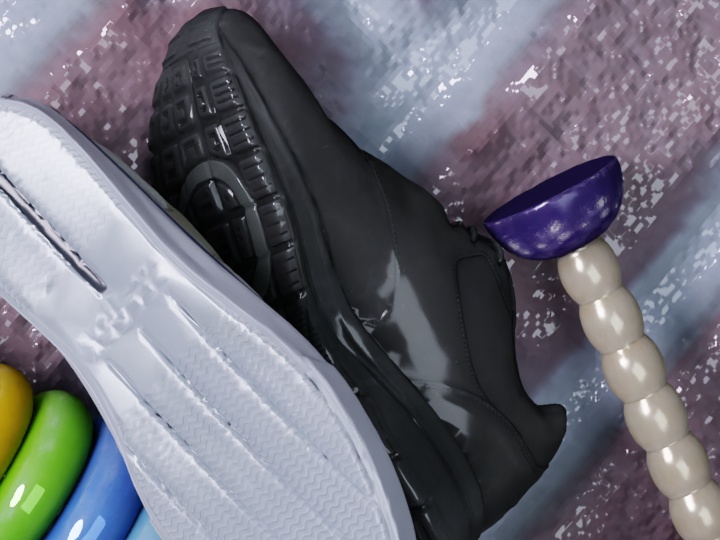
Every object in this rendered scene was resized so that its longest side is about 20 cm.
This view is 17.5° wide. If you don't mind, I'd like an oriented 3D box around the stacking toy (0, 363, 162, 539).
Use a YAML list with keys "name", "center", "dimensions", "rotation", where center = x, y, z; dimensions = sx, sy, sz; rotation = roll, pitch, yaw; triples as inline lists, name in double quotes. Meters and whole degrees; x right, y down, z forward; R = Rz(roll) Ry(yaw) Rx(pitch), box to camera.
- name: "stacking toy"
  center: [-0.110, 0.063, 0.744]
  dimensions: [0.199, 0.085, 0.086]
  rotation: [35, 90, -17]

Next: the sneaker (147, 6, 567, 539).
- name: "sneaker"
  center: [0.000, 0.000, 0.772]
  dimensions: [0.091, 0.076, 0.201]
  rotation: [-35, 106, -30]

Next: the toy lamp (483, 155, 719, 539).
- name: "toy lamp"
  center: [0.106, 0.063, 0.800]
  dimensions: [0.058, 0.058, 0.201]
  rotation: [-29, 96, -9]

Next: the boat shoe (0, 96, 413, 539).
- name: "boat shoe"
  center: [-0.049, 0.025, 0.712]
  dimensions: [0.072, 0.062, 0.200]
  rotation: [-40, 85, 16]
